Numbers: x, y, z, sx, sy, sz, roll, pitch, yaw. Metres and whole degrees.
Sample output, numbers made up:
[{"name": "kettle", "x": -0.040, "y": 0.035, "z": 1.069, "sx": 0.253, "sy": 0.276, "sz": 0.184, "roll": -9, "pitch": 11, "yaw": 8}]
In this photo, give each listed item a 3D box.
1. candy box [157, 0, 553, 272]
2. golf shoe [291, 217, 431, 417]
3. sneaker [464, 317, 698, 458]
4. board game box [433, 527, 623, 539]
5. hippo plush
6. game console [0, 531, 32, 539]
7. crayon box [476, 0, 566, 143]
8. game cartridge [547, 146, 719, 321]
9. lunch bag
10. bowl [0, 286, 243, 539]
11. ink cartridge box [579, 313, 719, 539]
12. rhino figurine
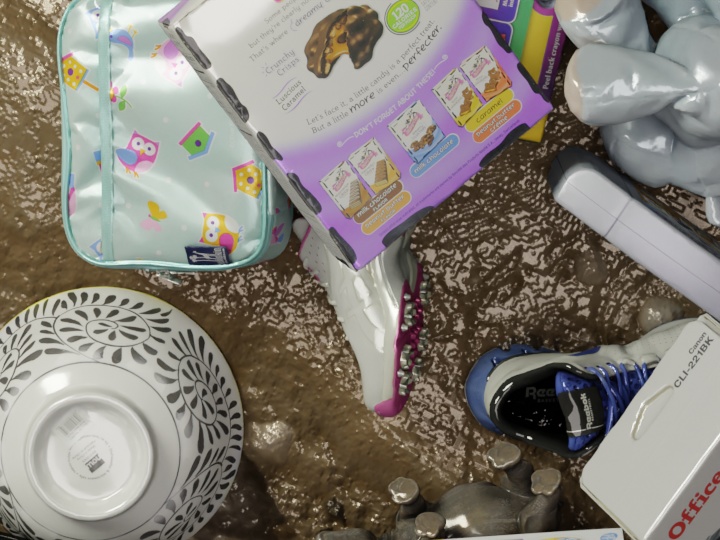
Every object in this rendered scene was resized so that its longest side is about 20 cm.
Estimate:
[{"name": "candy box", "x": -0.004, "y": -0.132, "z": 1.629, "sx": 0.167, "sy": 0.072, "sz": 0.200, "roll": -39, "pitch": 104, "yaw": -5}, {"name": "golf shoe", "x": 0.000, "y": 0.000, "z": 1.744, "sx": 0.091, "sy": 0.075, "sz": 0.202, "roll": 1, "pitch": 97, "yaw": 15}, {"name": "sneaker", "x": 0.172, "y": 0.088, "z": 1.727, "sx": 0.198, "sy": 0.115, "sz": 0.081, "roll": -7, "pitch": 100, "yaw": 1}, {"name": "board game box", "x": 0.082, "y": 0.235, "z": 1.751, "sx": 0.198, "sy": 0.034, "sz": 0.135, "roll": -4, "pitch": 139, "yaw": 1}, {"name": "hippo plush", "x": 0.231, "y": -0.129, "z": 1.681, "sx": 0.198, "sy": 0.161, "sz": 0.160, "roll": 11, "pitch": 69, "yaw": 17}, {"name": "game console", "x": -0.239, "y": 0.237, "z": 1.709, "sx": 0.199, "sy": 0.176, "sz": 0.117, "roll": 11, "pitch": 84, "yaw": 20}, {"name": "crayon box", "x": 0.057, "y": -0.202, "z": 1.697, "sx": 0.171, "sy": 0.058, "sz": 0.202, "roll": 11, "pitch": 106, "yaw": -4}, {"name": "game cartridge", "x": 0.215, "y": -0.011, "z": 1.703, "sx": 0.199, "sy": 0.133, "sz": 0.042, "roll": 35, "pitch": 95, "yaw": -6}, {"name": "lunch bag", "x": -0.127, "y": -0.093, "z": 1.708, "sx": 0.159, "sy": 0.077, "sz": 0.202, "roll": 1, "pitch": 98, "yaw": 13}, {"name": "bowl", "x": -0.181, "y": 0.118, "z": 1.743, "sx": 0.199, "sy": 0.094, "sz": 0.203, "roll": 0, "pitch": 99, "yaw": -1}, {"name": "ink cartridge box", "x": 0.265, "y": 0.139, "z": 1.704, "sx": 0.199, "sy": 0.084, "sz": 0.145, "roll": 30, "pitch": 99, "yaw": -38}, {"name": "rhino figurine", "x": 0.049, "y": 0.182, "z": 1.761, "sx": 0.199, "sy": 0.088, "sz": 0.060, "roll": -18, "pitch": 55, "yaw": 4}]
